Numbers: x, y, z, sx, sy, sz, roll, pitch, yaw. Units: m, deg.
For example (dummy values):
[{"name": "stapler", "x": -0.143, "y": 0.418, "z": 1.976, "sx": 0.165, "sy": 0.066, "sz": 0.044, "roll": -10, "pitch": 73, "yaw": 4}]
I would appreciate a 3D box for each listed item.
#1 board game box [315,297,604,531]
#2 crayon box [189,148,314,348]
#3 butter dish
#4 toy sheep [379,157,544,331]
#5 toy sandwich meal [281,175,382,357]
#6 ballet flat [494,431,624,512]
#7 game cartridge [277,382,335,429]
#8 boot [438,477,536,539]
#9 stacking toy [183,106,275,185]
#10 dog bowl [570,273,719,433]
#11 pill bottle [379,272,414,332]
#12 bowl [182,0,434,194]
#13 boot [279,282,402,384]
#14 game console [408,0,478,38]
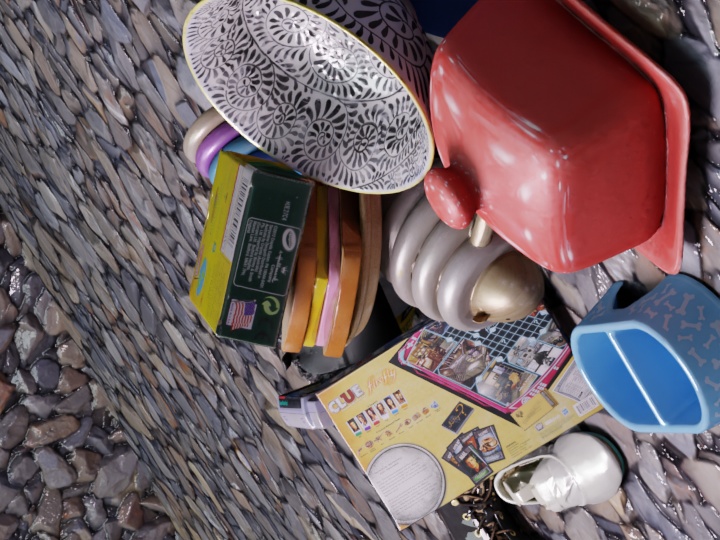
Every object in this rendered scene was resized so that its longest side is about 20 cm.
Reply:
[{"name": "board game box", "x": 0.082, "y": 0.102, "z": 1.619, "sx": 0.136, "sy": 0.199, "sz": 0.035, "roll": 58, "pitch": -172, "yaw": -5}, {"name": "crayon box", "x": -0.088, "y": -0.023, "z": 1.535, "sx": 0.200, "sy": 0.050, "sz": 0.128, "roll": -142, "pitch": 64, "yaw": -75}, {"name": "butter dish", "x": 0.107, "y": -0.080, "z": 1.300, "sx": 0.200, "sy": 0.147, "sz": 0.200, "roll": 46, "pitch": 160, "yaw": 31}, {"name": "toy sheep", "x": 0.071, "y": -0.030, "z": 1.532, "sx": 0.200, "sy": 0.137, "sz": 0.139, "roll": 47, "pitch": 161, "yaw": 38}, {"name": "toy sandwich meal", "x": -0.035, "y": -0.025, "z": 1.557, "sx": 0.205, "sy": 0.069, "sz": 0.208, "roll": 180, "pitch": 90, "yaw": -76}, {"name": "ballet flat", "x": 0.170, "y": 0.185, "z": 1.745, "sx": 0.070, "sy": 0.069, "sz": 0.200, "roll": 57, "pitch": 163, "yaw": -3}, {"name": "game cartridge", "x": -0.002, "y": 0.104, "z": 1.753, "sx": 0.200, "sy": 0.128, "sz": 0.039, "roll": 164, "pitch": 91, "yaw": -78}, {"name": "boot", "x": 0.131, "y": 0.254, "z": 1.974, "sx": 0.152, "sy": 0.073, "sz": 0.200, "roll": 63, "pitch": 167, "yaw": -21}, {"name": "stacking toy", "x": -0.091, "y": -0.071, "z": 1.959, "sx": 0.201, "sy": 0.085, "sz": 0.086, "roll": 54, "pitch": 163, "yaw": 20}, {"name": "dog bowl", "x": 0.215, "y": 0.065, "z": 1.429, "sx": 0.112, "sy": 0.049, "sz": 0.200, "roll": 59, "pitch": 163, "yaw": -6}, {"name": "pill bottle", "x": -0.002, "y": 0.015, "z": 1.835, "sx": 0.112, "sy": 0.112, "sz": 0.200, "roll": 51, "pitch": 163, "yaw": 18}, {"name": "bowl", "x": -0.017, "y": -0.154, "z": 1.398, "sx": 0.199, "sy": 0.095, "sz": 0.201, "roll": 24, "pitch": 152, "yaw": 14}, {"name": "boot", "x": 0.000, "y": 0.000, "z": 1.685, "sx": 0.197, "sy": 0.073, "sz": 0.164, "roll": -19, "pitch": 91, "yaw": 28}, {"name": "game console", "x": 0.029, "y": -0.277, "z": 1.383, "sx": 0.169, "sy": 0.119, "sz": 0.201, "roll": 17, "pitch": 151, "yaw": 14}]
